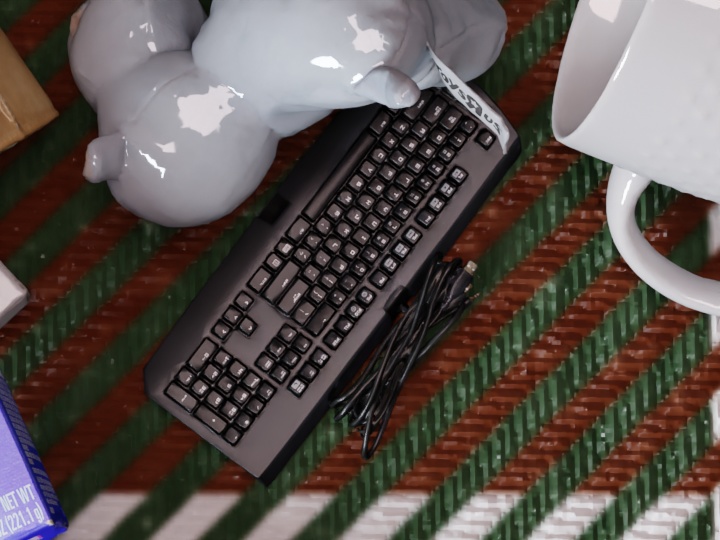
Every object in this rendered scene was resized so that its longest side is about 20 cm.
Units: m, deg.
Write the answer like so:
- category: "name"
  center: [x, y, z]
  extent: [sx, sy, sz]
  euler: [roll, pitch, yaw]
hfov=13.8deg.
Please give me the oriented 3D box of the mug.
- category: "mug"
  center: [0.181, -0.071, 1.287]
  extent: [0.175, 0.148, 0.200]
  euler: [20, 112, -8]

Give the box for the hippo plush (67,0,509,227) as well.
- category: "hippo plush"
  center: [-0.035, -0.084, 1.280]
  extent: [0.161, 0.159, 0.200]
  euler: [-40, 61, 21]

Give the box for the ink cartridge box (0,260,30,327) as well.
- category: "ink cartridge box"
  center: [-0.247, 0.043, 1.286]
  extent: [0.200, 0.037, 0.095]
  euler: [-42, 86, -10]

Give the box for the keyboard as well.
- category: "keyboard"
  center: [0.000, 0.000, 1.306]
  extent: [0.104, 0.040, 0.200]
  euler: [36, 83, 2]

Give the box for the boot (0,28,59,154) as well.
- category: "boot"
  center: [-0.193, -0.144, 1.290]
  extent: [0.175, 0.066, 0.200]
  euler: [-34, 93, -31]

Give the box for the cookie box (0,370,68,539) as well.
- category: "cookie box"
  center: [-0.234, 0.046, 1.180]
  extent: [0.171, 0.075, 0.200]
  euler: [-25, 84, -5]
